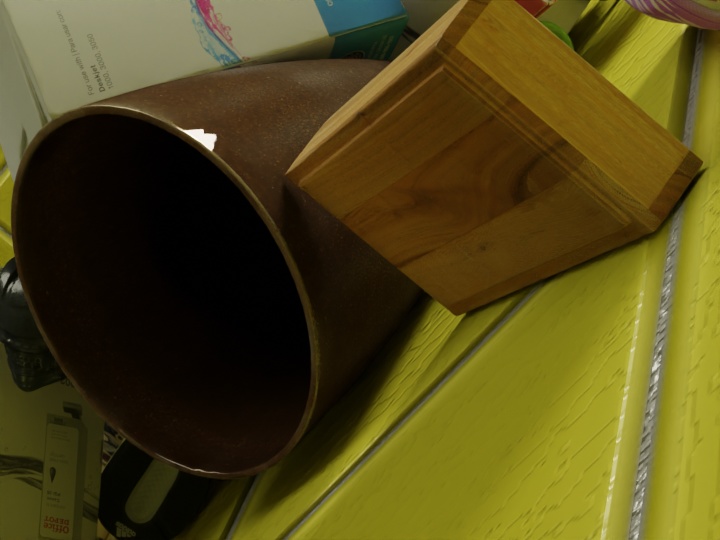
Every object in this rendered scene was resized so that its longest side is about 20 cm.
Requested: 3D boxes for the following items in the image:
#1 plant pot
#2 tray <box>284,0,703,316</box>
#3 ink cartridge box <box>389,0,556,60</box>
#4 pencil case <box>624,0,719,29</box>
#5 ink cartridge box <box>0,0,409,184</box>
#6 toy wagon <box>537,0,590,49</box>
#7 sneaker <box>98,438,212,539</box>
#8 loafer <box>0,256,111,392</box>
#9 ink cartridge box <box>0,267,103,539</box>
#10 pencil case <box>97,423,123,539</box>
[{"bbox_3d":[-0.033,-0.028,0.943,0.200,0.187,0.187,-34,-6,-43],"label":"plant pot"},{"bbox_3d":[0.042,-0.038,0.742,0.037,0.099,0.200,-53,7,-19],"label":"tray"},{"bbox_3d":[0.070,-0.185,1.075,0.147,0.083,0.200,-55,9,-24],"label":"ink cartridge box"},{"bbox_3d":[0.133,-0.143,0.779,0.084,0.085,0.200,-51,6,6],"label":"pencil case"},{"bbox_3d":[-0.093,-0.110,1.027,0.200,0.085,0.145,-20,-14,-19],"label":"ink cartridge box"},{"bbox_3d":[0.079,-0.111,1.138,0.200,0.040,0.155,-54,8,-29],"label":"toy wagon"},{"bbox_3d":[-0.082,0.058,1.112,0.201,0.076,0.115,-52,9,8],"label":"sneaker"},{"bbox_3d":[-0.124,0.007,1.043,0.201,0.068,0.070,-29,-48,-53],"label":"loafer"},{"bbox_3d":[-0.214,0.103,1.021,0.083,0.146,0.200,-14,66,36],"label":"ink cartridge box"},{"bbox_3d":[-0.200,0.146,1.351,0.078,0.089,0.200,-50,8,5],"label":"pencil case"}]
